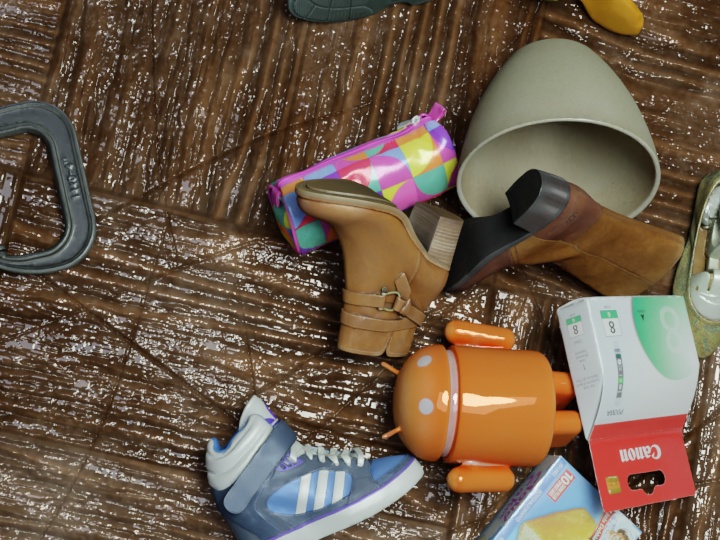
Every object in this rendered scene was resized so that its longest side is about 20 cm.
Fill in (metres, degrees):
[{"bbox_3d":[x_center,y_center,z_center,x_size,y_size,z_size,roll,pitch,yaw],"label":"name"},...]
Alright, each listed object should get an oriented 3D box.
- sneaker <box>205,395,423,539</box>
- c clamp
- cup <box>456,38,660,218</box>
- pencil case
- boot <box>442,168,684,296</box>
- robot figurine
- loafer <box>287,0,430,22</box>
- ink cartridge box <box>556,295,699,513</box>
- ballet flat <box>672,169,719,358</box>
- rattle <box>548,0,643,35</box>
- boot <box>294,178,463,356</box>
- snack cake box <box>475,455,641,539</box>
[{"bbox_3d":[-0.052,0.180,1.228,0.198,0.081,0.148,-25,90,-5],"label":"sneaker"},{"bbox_3d":[-0.355,-0.085,1.253,0.169,0.027,0.203,-19,84,-15],"label":"c clamp"},{"bbox_3d":[0.195,-0.145,1.267,0.197,0.201,0.145,7,59,-7],"label":"cup"},{"bbox_3d":[0.005,-0.091,1.273,0.198,0.088,0.089,-27,87,-11],"label":"pencil case"},{"bbox_3d":[0.199,-0.012,1.287,0.198,0.188,0.069,21,39,-30],"label":"boot"},{"bbox_3d":[0.117,0.134,1.241,0.196,0.117,0.146,4,105,-7],"label":"robot figurine"},{"bbox_3d":[0.011,-0.309,1.318,0.197,0.072,0.064,-12,64,-16],"label":"loafer"},{"bbox_3d":[0.281,0.127,1.254,0.159,0.050,0.203,0,71,-41],"label":"ink cartridge box"},{"bbox_3d":[0.371,-0.011,1.322,0.070,0.071,0.203,13,81,-6],"label":"ballet flat"},{"bbox_3d":[0.245,-0.372,1.353,0.141,0.131,0.203,8,55,-17],"label":"rattle"},{"bbox_3d":[0.000,0.000,1.225,0.198,0.076,0.157,12,105,-42],"label":"boot"},{"bbox_3d":[0.170,0.297,1.252,0.115,0.067,0.200,41,79,0],"label":"snack cake box"}]
